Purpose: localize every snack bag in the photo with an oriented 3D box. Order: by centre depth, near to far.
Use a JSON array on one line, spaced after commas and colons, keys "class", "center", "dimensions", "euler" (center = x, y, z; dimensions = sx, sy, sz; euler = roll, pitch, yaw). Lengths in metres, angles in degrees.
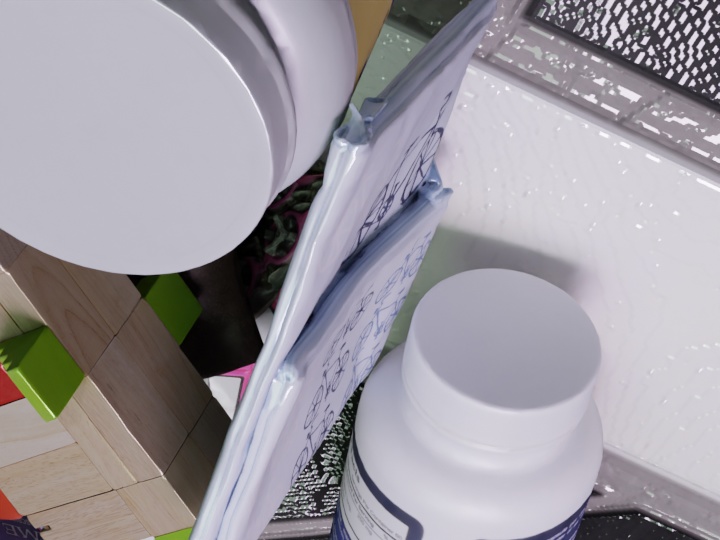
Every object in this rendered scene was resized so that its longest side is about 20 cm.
[{"class": "snack bag", "center": [0.000, 0.000, 0.752], "dimensions": [0.021, 0.189, 0.200], "euler": [25, 119, 8]}]

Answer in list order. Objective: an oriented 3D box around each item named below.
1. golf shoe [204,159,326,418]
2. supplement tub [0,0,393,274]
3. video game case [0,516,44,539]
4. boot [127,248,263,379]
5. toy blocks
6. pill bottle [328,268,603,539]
[{"class": "golf shoe", "center": [-0.038, 0.021, 0.898], "dimensions": [0.092, 0.073, 0.200], "euler": [17, 140, -22]}, {"class": "supplement tub", "center": [-0.058, -0.110, 0.676], "dimensions": [0.145, 0.200, 0.145], "euler": [11, 136, 11]}, {"class": "video game case", "center": [-0.203, 0.063, 0.887], "dimensions": [0.143, 0.200, 0.019], "euler": [22, 111, -39]}, {"class": "boot", "center": [-0.145, -0.024, 0.807], "dimensions": [0.200, 0.072, 0.166], "euler": [-7, 106, 9]}, {"class": "toy blocks", "center": [-0.145, 0.043, 0.781], "dimensions": [0.137, 0.100, 0.200], "euler": [-20, 116, 34]}, {"class": "pill bottle", "center": [0.048, 0.096, 0.901], "dimensions": [0.111, 0.111, 0.200], "euler": [17, 136, 5]}]
